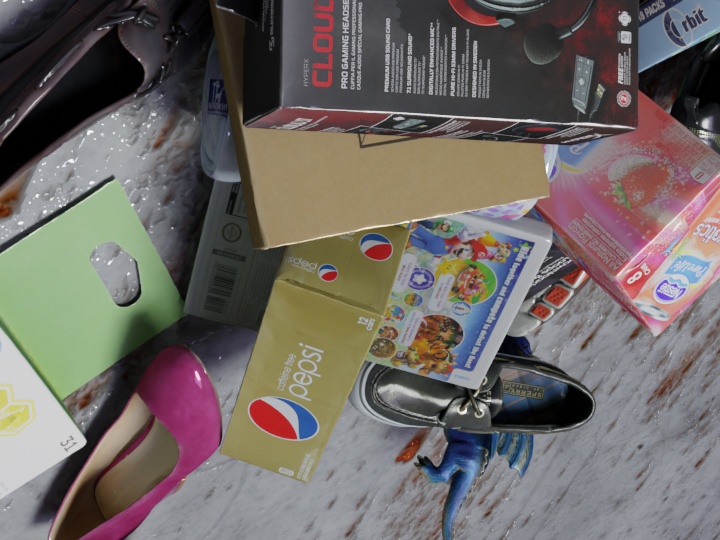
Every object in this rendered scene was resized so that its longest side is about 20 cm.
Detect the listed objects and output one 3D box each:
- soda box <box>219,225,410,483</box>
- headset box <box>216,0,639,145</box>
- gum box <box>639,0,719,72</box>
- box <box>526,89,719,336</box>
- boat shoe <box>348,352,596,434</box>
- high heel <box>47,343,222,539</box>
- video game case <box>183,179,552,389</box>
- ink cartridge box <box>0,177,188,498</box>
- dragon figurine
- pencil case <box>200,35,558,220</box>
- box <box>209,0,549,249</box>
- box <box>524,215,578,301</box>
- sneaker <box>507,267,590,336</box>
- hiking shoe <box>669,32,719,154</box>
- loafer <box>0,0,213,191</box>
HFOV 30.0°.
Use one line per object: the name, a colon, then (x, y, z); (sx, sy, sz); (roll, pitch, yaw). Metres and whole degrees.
soda box: (-0.031, 0.047, 0.805); (0.200, 0.064, 0.068); (111, -3, -52)
headset box: (0.028, -0.140, 0.639); (0.199, 0.075, 0.149); (2, 88, -18)
gum box: (0.288, -0.208, 0.891); (0.200, 0.045, 0.170); (-28, -178, -18)
box: (0.142, -0.068, 0.846); (0.095, 0.200, 0.103); (-43, 146, 2)
boat shoe: (0.086, 0.087, 0.989); (0.199, 0.057, 0.069); (6, 95, -30)
high heel: (-0.151, 0.119, 0.868); (0.096, 0.067, 0.200); (-29, 165, -32)
video game case: (0.000, 0.000, 0.827); (0.199, 0.018, 0.143); (15, 133, -6)
ink cartridge box: (-0.196, 0.054, 0.792); (0.200, 0.048, 0.146); (-32, 144, -10)
dragon figurine: (0.099, 0.134, 1.073); (0.099, 0.201, 0.059); (-17, 149, 31)
pencil case: (0.009, -0.083, 0.742); (0.199, 0.083, 0.091); (8, 88, -16)
box: (0.006, -0.122, 0.684); (0.163, 0.021, 0.201); (-11, 94, -19)
box: (0.057, 0.003, 0.939); (0.200, 0.036, 0.143); (3, 152, -44)
sneaker: (0.172, -0.030, 1.028); (0.082, 0.077, 0.200); (6, 124, -54)
hiking shoe: (0.281, -0.134, 0.980); (0.200, 0.076, 0.101); (-47, 154, -38)
loafer: (-0.129, -0.101, 0.674); (0.200, 0.063, 0.072); (-35, 145, -10)
